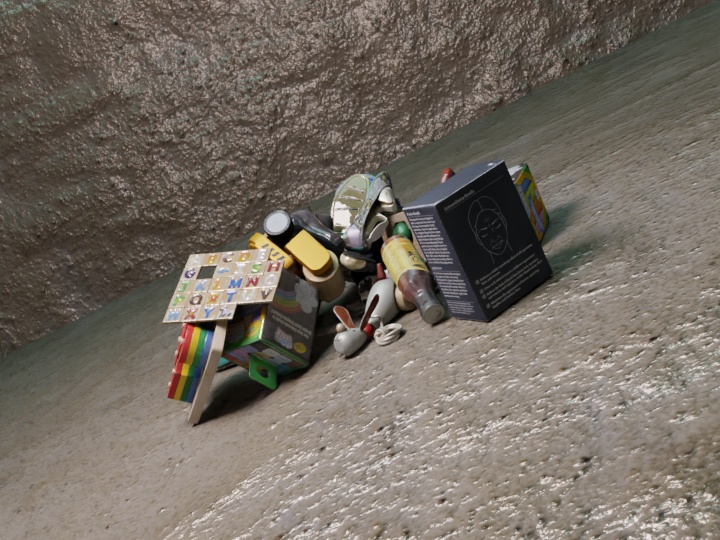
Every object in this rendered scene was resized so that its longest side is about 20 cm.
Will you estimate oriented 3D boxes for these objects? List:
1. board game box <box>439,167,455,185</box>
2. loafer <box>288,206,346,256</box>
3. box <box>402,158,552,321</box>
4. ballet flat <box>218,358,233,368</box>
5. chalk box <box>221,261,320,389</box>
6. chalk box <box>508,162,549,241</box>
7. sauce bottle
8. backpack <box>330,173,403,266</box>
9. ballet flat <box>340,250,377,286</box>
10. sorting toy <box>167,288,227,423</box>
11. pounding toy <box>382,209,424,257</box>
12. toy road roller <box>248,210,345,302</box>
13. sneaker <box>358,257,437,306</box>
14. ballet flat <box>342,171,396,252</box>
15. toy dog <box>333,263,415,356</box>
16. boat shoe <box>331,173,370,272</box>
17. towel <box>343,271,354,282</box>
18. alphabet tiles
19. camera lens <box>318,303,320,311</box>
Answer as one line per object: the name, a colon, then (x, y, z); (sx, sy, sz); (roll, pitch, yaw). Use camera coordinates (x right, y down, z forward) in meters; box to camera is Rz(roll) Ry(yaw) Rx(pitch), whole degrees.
board game box: (0.169, -0.085, 1.566); (0.019, 0.103, 0.202); (-15, 41, 37)
loafer: (-0.083, -0.084, 1.657); (0.072, 0.073, 0.199); (-42, 38, -15)
box: (0.183, -0.046, 1.317); (0.147, 0.202, 0.107); (-31, 13, -22)
ballet flat: (-0.239, 0.155, 1.726); (0.198, 0.068, 0.063); (-17, 8, 39)
chalk box: (-0.166, 0.113, 1.509); (0.123, 0.124, 0.203); (-19, 50, 40)
chalk box: (0.256, -0.093, 1.539); (0.123, 0.125, 0.200); (-19, 16, 29)
sauce bottle: (0.092, 0.016, 1.445); (0.065, 0.067, 0.201); (-27, 41, -1)
backpack: (0.020, -0.110, 1.836); (0.161, 0.199, 0.156); (-19, 51, 37)
ballet flat: (0.000, 0.000, 1.630); (0.200, 0.066, 0.058); (35, -104, -76)
sorting toy: (-0.290, 0.130, 1.512); (0.202, 0.068, 0.200); (-90, 19, -50)
pounding toy: (0.129, -0.060, 1.704); (0.198, 0.145, 0.183); (-21, 6, -30)
toy road roller: (-0.139, 0.001, 1.604); (0.199, 0.123, 0.146); (37, 73, 27)
sneaker: (0.080, 0.011, 1.601); (0.198, 0.082, 0.083); (-16, 11, 45)
ballet flat: (0.034, -0.113, 1.663); (0.071, 0.072, 0.202); (-12, 41, 50)
toy dog: (0.018, 0.059, 1.485); (0.130, 0.097, 0.200); (-21, 14, 26)
boat shoe: (-0.022, -0.095, 1.719); (0.074, 0.203, 0.068); (12, -14, 21)
towel: (-0.066, -0.025, 1.779); (0.198, 0.132, 0.035); (10, -63, -48)
alphabet tiles: (-0.233, 0.024, 1.470); (0.196, 0.008, 0.169); (-5, 43, 16)
camera lens: (-0.191, 0.061, 1.771); (0.198, 0.162, 0.159); (-13, 18, 47)
